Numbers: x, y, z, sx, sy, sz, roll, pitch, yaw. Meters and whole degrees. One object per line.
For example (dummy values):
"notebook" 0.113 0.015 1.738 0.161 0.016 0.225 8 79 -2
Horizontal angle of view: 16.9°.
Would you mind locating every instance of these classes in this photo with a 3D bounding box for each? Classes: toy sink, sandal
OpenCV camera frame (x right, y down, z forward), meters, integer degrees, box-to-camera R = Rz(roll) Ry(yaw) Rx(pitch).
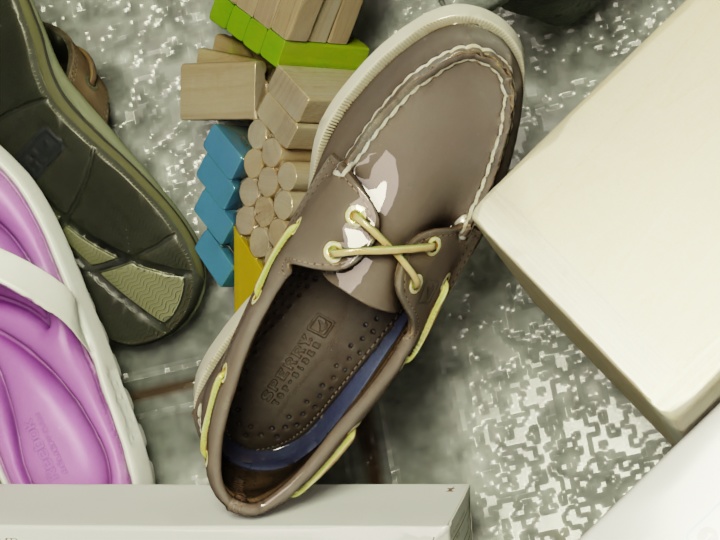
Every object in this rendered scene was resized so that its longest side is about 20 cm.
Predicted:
"toy sink" 0.152 -0.041 0.869 0.200 0.130 0.112 -44 71 1
"sandal" -0.145 0.019 0.941 0.082 0.050 0.203 -35 86 17
"sandal" -0.132 -0.057 0.981 0.080 0.057 0.202 -35 89 22

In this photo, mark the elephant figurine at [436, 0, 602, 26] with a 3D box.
"elephant figurine" 0.043 -0.199 0.926 0.141 0.155 0.200 -38 79 4

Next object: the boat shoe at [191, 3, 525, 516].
"boat shoe" 0.000 0.000 0.860 0.072 0.060 0.201 27 114 -15

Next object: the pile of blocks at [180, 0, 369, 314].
"pile of blocks" -0.023 -0.051 0.948 0.082 0.062 0.202 7 95 46

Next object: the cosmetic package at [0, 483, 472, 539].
"cosmetic package" -0.057 0.125 0.905 0.199 0.051 0.083 -2 102 13

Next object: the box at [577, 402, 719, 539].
"box" 0.144 0.111 0.842 0.200 0.112 0.101 -44 69 2
